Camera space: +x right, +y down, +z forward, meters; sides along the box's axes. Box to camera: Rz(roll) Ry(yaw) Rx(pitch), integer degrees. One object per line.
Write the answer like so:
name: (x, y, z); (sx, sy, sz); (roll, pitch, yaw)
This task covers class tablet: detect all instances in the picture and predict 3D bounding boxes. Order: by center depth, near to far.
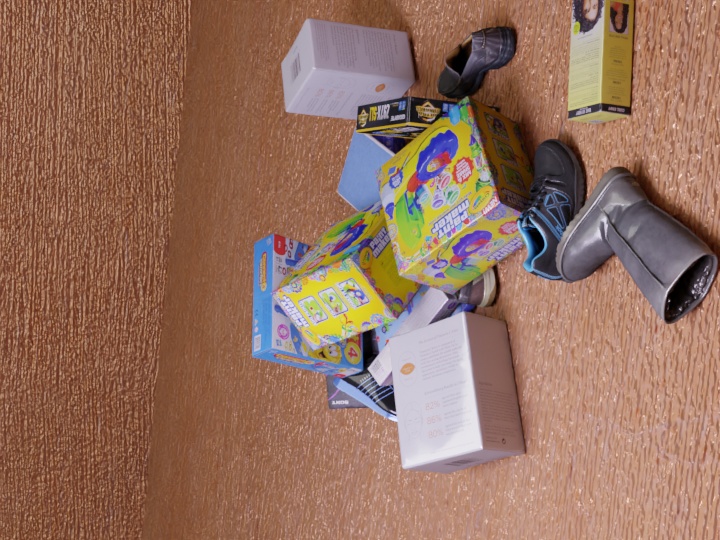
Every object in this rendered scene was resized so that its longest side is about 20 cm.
tablet: (0.023, -0.154, 1.786); (0.200, 0.014, 0.131); (45, 124, 51)

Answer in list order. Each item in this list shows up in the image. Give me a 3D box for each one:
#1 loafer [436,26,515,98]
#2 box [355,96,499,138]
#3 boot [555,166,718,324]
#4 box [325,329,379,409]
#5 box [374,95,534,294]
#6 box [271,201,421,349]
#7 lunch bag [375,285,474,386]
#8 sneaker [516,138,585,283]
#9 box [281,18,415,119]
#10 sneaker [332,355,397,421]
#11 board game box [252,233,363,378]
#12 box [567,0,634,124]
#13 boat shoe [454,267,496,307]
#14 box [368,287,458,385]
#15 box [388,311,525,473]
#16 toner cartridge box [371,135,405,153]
loafer: (0.164, -0.330, 1.637); (0.200, 0.072, 0.073); (143, 126, -61)
box: (0.102, -0.240, 1.658); (0.200, 0.158, 0.050); (-171, 85, -65)
boot: (0.326, -0.006, 1.244); (0.201, 0.072, 0.183); (59, 141, 42)
box: (0.005, 0.143, 1.838); (0.036, 0.142, 0.202); (-12, -84, -71)
box: (0.146, -0.106, 1.517); (0.200, 0.121, 0.194); (-37, 51, 33)
box: (0.000, 0.000, 1.651); (0.192, 0.122, 0.200); (-24, 20, 42)
lunch bag: (0.118, 0.090, 1.686); (0.200, 0.093, 0.152); (-31, 63, 48)
sneaker: (0.252, -0.085, 1.389); (0.073, 0.081, 0.202); (141, 129, -60)
box: (-0.025, -0.362, 1.896); (0.152, 0.198, 0.107); (136, 131, -57)
sneaker: (0.043, 0.196, 1.764); (0.199, 0.070, 0.078); (25, 104, 26)
board game box: (-0.086, 0.061, 1.733); (0.056, 0.195, 0.202); (-23, 60, 43)
box: (0.308, -0.294, 1.331); (0.075, 0.050, 0.202); (176, 97, -66)
boat shoe: (0.159, -0.034, 1.615); (0.073, 0.064, 0.201); (117, 148, -45)
box: (0.084, 0.102, 1.640); (0.042, 0.039, 0.201); (52, 121, 30)
box: (0.139, 0.181, 1.523); (0.152, 0.106, 0.202); (-22, 64, 39)
toner cartridge box: (0.052, -0.150, 1.845); (0.095, 0.043, 0.202); (37, -130, -71)
